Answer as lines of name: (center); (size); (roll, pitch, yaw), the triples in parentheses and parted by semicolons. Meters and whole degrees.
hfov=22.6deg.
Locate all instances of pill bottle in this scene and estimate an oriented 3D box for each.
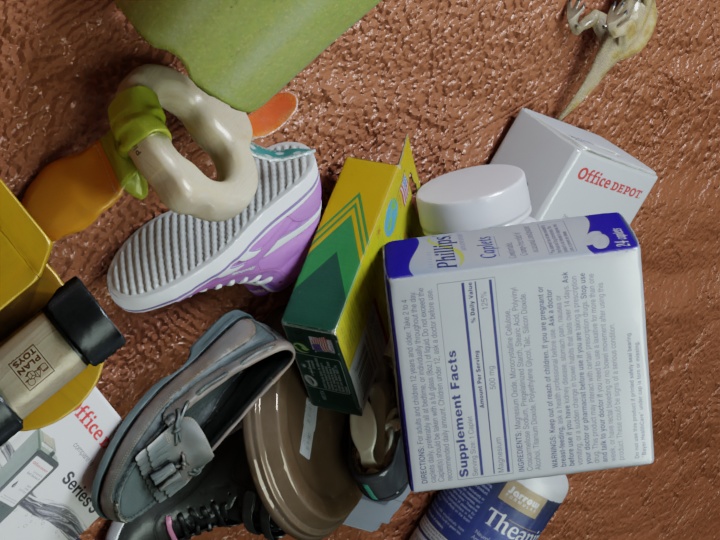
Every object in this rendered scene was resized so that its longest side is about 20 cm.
pill bottle: (0.112, 0.020, 1.531); (0.113, 0.113, 0.202); (-24, 111, -32)
pill bottle: (0.142, 0.231, 1.831); (0.111, 0.111, 0.201); (23, 102, -53)

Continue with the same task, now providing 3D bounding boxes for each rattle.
rattle: (-0.135, -0.071, 1.323); (0.143, 0.130, 0.200); (-55, 172, 22)

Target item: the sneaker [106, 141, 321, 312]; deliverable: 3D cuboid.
sneaker: (-0.105, -0.003, 1.408); (0.200, 0.073, 0.115); (-33, 142, -25)

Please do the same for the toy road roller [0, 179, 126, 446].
toy road roller: (-0.259, 0.018, 1.222); (0.123, 0.146, 0.201); (-39, 99, -7)

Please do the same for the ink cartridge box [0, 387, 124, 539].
ink cartridge box: (-0.272, 0.156, 1.343); (0.200, 0.084, 0.146); (-45, 144, -12)

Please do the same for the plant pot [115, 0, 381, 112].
plant pot: (-0.061, -0.215, 1.201); (0.184, 0.201, 0.200); (-48, 145, 14)

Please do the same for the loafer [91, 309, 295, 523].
loafer: (-0.125, 0.113, 1.367); (0.201, 0.062, 0.072); (-53, 145, -28)

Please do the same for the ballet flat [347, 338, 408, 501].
ballet flat: (0.019, 0.095, 1.537); (0.073, 0.072, 0.202); (29, 60, -53)

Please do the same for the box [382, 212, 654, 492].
box: (0.124, 0.063, 1.430); (0.198, 0.105, 0.186); (-7, 109, 0)

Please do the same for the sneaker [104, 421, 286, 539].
sneaker: (-0.121, 0.203, 1.535); (0.199, 0.099, 0.071); (-35, 142, -20)

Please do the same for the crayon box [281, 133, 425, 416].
crayon box: (0.000, 0.000, 1.482); (0.127, 0.050, 0.201); (73, 32, -53)

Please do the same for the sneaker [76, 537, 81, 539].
sneaker: (-0.269, 0.312, 1.479); (0.074, 0.082, 0.201); (13, 108, -49)

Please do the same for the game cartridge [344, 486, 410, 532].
game cartridge: (0.029, 0.152, 1.710); (0.133, 0.041, 0.201); (27, 98, -49)

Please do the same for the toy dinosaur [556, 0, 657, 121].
toy dinosaur: (0.230, -0.214, 1.606); (0.201, 0.058, 0.101); (-57, 145, 6)

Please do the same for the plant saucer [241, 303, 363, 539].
plant saucer: (-0.038, 0.127, 1.522); (0.200, 0.029, 0.203); (22, 65, -59)

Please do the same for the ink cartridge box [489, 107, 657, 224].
ink cartridge box: (0.164, -0.035, 1.655); (0.144, 0.084, 0.201); (12, 113, -51)
